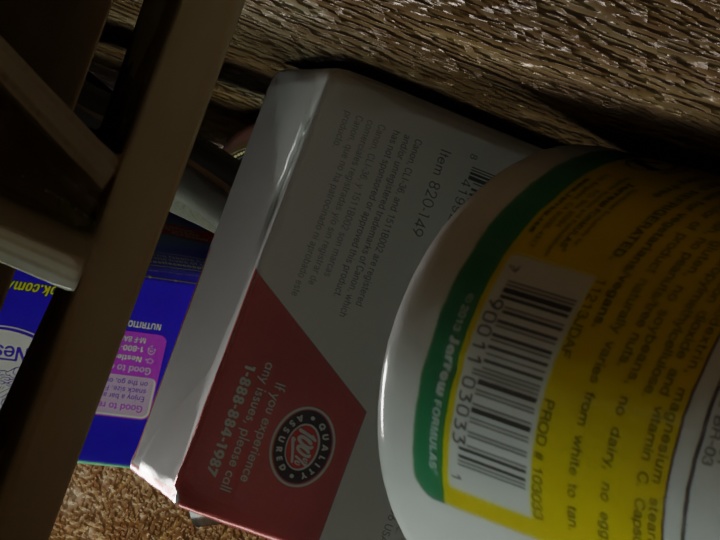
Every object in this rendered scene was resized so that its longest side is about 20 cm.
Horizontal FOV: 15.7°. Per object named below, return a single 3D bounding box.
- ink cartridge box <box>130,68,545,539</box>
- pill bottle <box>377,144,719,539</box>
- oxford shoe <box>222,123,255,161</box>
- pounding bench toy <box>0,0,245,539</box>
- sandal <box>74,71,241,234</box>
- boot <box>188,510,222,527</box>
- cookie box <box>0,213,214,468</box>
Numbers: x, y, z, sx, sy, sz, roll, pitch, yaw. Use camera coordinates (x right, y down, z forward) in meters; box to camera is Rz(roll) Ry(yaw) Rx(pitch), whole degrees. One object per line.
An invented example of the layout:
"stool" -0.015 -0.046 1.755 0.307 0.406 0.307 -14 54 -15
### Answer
"ink cartridge box" 0.055 0.036 0.690 0.199 0.117 0.067 22 177 -15
"pill bottle" 0.109 0.045 0.555 0.200 0.113 0.113 17 176 43
"oxford shoe" 0.000 0.000 0.808 0.071 0.074 0.200 21 177 -26
"pounding bench toy" -0.126 -0.027 0.382 0.199 0.157 0.124 21 177 -8
"sandal" -0.098 -0.039 0.784 0.200 0.055 0.082 32 179 16
"boot" 0.032 0.021 1.032 0.199 0.187 0.064 -8 138 6
"cookie box" -0.128 -0.002 0.939 0.170 0.076 0.200 8 -164 -22
